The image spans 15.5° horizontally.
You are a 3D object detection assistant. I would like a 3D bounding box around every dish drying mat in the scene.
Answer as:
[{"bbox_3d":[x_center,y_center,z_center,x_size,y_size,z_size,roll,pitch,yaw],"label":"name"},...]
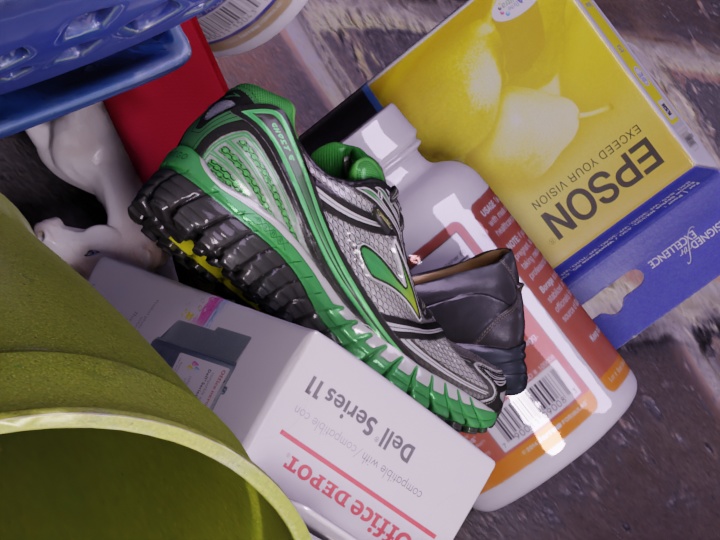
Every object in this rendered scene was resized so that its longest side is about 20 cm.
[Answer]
[{"bbox_3d":[-0.087,-0.084,1.175,0.077,0.018,0.200,15,34,-34],"label":"dish drying mat"}]

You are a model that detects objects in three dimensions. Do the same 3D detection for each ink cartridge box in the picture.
[{"bbox_3d":[0.085,-0.040,1.435,0.200,0.198,0.047,54,24,4],"label":"ink cartridge box"},{"bbox_3d":[-0.030,0.065,1.059,0.117,0.067,0.200,37,-11,-37],"label":"ink cartridge box"}]

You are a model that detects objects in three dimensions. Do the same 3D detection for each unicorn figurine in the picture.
[{"bbox_3d":[-0.127,-0.060,1.188,0.137,0.074,0.200,47,24,-4],"label":"unicorn figurine"}]

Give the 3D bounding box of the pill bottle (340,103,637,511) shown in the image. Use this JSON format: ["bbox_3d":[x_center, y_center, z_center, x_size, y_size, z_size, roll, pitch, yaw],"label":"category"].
[{"bbox_3d":[0.044,0.017,1.379,0.200,0.112,0.112,52,21,-3],"label":"pill bottle"}]

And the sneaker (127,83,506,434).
[{"bbox_3d":[0.000,0.000,1.098,0.200,0.085,0.078,43,-15,-34],"label":"sneaker"}]

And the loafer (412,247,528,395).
[{"bbox_3d":[-0.006,0.019,1.258,0.200,0.073,0.073,4,91,-38],"label":"loafer"}]

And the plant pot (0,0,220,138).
[{"bbox_3d":[-0.161,-0.156,1.055,0.200,0.180,0.200,-23,73,-29],"label":"plant pot"}]

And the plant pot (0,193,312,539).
[{"bbox_3d":[-0.137,0.067,0.835,0.200,0.200,0.193,35,15,-39],"label":"plant pot"}]

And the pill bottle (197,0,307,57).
[{"bbox_3d":[-0.118,-0.203,1.372,0.200,0.120,0.120,31,30,-46],"label":"pill bottle"}]

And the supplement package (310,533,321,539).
[{"bbox_3d":[-0.051,0.185,0.910,0.114,0.109,0.200,35,27,-41],"label":"supplement package"}]

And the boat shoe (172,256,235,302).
[{"bbox_3d":[-0.057,-0.035,1.233,0.201,0.066,0.072,-106,-163,-66],"label":"boat shoe"}]
